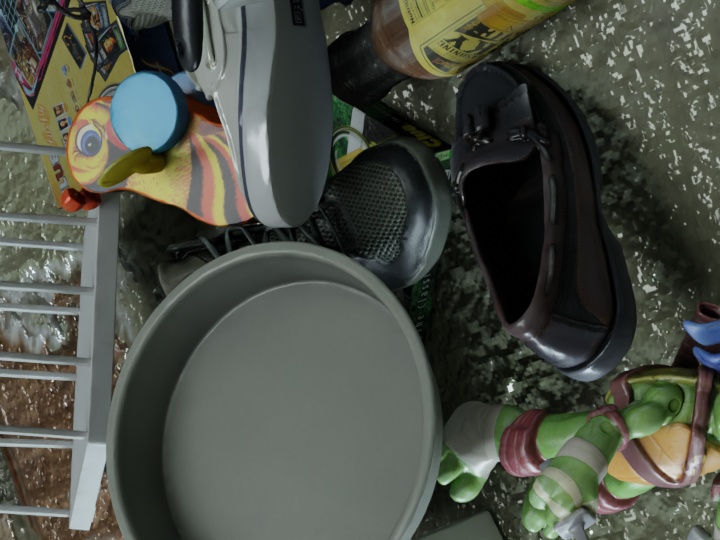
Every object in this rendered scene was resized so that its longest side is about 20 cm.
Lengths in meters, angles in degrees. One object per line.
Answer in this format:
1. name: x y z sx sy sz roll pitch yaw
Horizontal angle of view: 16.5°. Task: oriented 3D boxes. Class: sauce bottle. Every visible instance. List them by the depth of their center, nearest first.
1. sauce bottle: 0.050 -0.138 1.275 0.200 0.065 0.065 -29 81 53

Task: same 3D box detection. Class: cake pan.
1. cake pan: -0.041 0.086 1.285 0.200 0.037 0.201 -7 76 29

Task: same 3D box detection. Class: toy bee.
1. toy bee: -0.121 -0.070 1.441 0.200 0.131 0.109 42 114 41

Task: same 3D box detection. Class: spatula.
1. spatula: -0.094 -0.195 1.214 0.057 0.021 0.200 23 125 60

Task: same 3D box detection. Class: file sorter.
1. file sorter: -0.214 0.037 1.502 0.139 0.124 0.200 111 161 -62

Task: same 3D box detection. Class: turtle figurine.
1. turtle figurine: 0.127 0.124 1.216 0.194 0.144 0.200 -7 94 55

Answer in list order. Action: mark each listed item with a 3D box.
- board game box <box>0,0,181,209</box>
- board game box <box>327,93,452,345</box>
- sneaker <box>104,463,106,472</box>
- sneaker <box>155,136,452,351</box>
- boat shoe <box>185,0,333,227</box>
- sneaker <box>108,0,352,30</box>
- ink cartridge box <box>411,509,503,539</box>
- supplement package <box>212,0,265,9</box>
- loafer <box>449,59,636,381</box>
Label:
1. board game box: -0.175 -0.150 1.564 0.135 0.035 0.200 -17 90 52
2. board game box: 0.000 0.000 1.420 0.105 0.023 0.200 34 128 41
3. sneaker: -0.096 0.060 1.464 0.200 0.076 0.116 -35 33 66
4. sneaker: -0.035 -0.005 1.353 0.199 0.114 0.076 -31 82 49
5. boat shoe: -0.062 -0.120 1.307 0.066 0.072 0.200 -7 90 29
6. sneaker: -0.075 -0.156 1.412 0.200 0.077 0.085 -15 96 52
7. ink cartridge box: -0.016 0.208 1.373 0.116 0.200 0.068 -39 73 50
8. supplement package: 0.010 -0.244 1.210 0.200 0.152 0.151 -30 80 52
9. loafer: 0.080 -0.036 1.225 0.072 0.063 0.200 -46 43 30
